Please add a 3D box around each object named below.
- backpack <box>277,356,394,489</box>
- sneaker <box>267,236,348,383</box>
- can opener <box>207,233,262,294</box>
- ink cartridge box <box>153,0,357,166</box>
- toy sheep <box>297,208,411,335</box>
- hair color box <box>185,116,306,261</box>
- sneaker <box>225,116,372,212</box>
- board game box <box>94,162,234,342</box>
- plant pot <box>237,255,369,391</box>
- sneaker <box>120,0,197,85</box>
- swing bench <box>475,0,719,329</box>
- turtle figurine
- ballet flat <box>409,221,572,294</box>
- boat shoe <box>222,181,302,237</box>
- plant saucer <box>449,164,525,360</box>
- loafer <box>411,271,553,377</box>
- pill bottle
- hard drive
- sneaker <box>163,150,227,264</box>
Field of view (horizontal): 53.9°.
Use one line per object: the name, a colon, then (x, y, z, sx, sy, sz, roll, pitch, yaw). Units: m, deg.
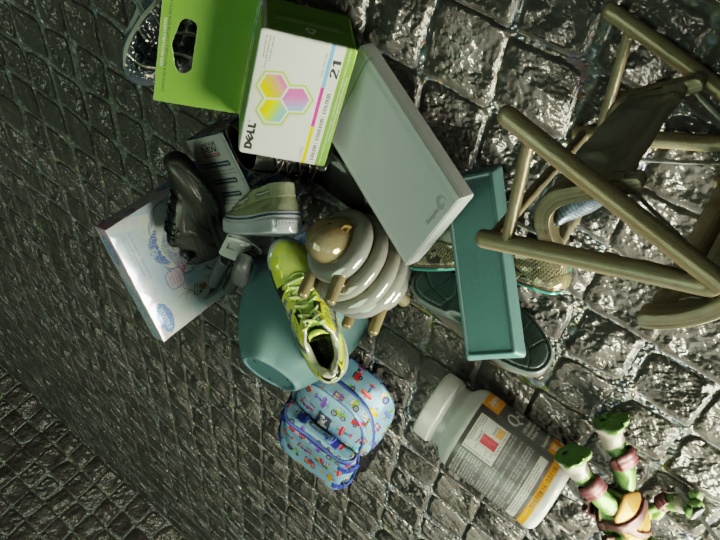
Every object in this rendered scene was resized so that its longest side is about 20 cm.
backpack: (-0.040, 0.234, 1.157, 0.181, 0.134, 0.202, 36, 141, 14)
sneaker: (-0.062, 0.050, 0.922, 0.076, 0.074, 0.204, -166, 51, -83)
can opener: (-0.190, 0.003, 1.031, 0.052, 0.068, 0.200, 22, 154, -13)
ink cartridge box: (-0.118, -0.207, 0.757, 0.195, 0.077, 0.150, 7, 132, -17)
toy sheep: (0.000, 0.000, 0.887, 0.136, 0.140, 0.200, 10, 160, 40)
hair color box: (-0.160, -0.113, 1.017, 0.099, 0.060, 0.203, 2, 125, 45)
sneaker: (-0.071, -0.126, 0.870, 0.200, 0.106, 0.075, 43, 145, 7)
board game box: (-0.278, -0.031, 1.100, 0.043, 0.198, 0.203, 13, 132, 43)
plant pot: (-0.102, 0.093, 1.038, 0.196, 0.136, 0.201, 23, 154, 12)
sneaker: (-0.225, -0.314, 0.826, 0.086, 0.203, 0.077, 31, -176, 38)
swing bench: (0.222, -0.076, 0.526, 0.198, 0.199, 0.132, 29, 141, 25)
turtle figurine: (0.321, 0.278, 0.810, 0.142, 0.200, 0.196, -28, 100, 19)
ballet flat: (0.141, -0.027, 0.788, 0.196, 0.067, 0.077, 11, 110, 34)
boat shoe: (-0.123, -0.077, 0.907, 0.199, 0.071, 0.064, 3, 91, 59)
plant saucer: (0.129, -0.006, 0.753, 0.069, 0.019, 0.206, -7, 90, 31)
loafer: (0.149, 0.065, 0.865, 0.199, 0.072, 0.063, 36, 164, 28)
pill bottle: (0.174, 0.233, 0.940, 0.198, 0.116, 0.118, 35, 143, 17)
hard drive: (0.033, -0.124, 0.777, 0.202, 0.026, 0.132, 59, 146, 16)
sneaker: (-0.245, -0.079, 1.013, 0.076, 0.089, 0.202, 52, 165, 41)
